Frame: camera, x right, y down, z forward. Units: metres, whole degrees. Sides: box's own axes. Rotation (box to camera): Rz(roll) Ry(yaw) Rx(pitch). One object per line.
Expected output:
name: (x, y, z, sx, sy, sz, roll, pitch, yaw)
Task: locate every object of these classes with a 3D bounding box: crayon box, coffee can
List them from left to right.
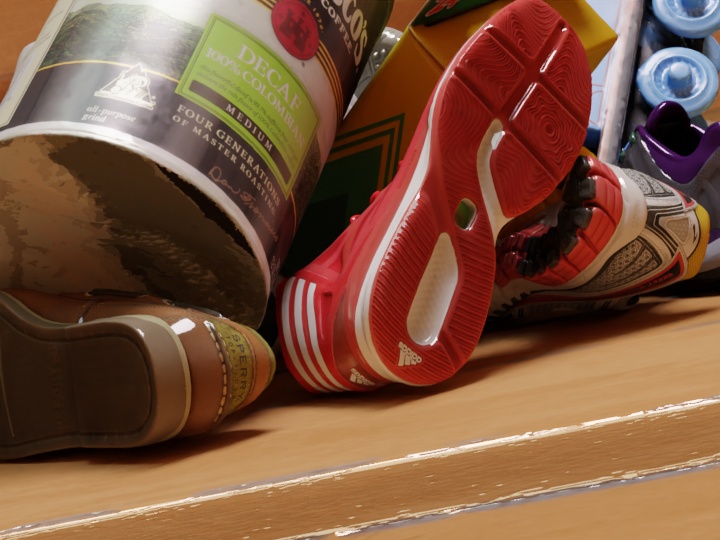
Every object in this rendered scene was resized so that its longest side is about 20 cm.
coffee can: (-0.080, -0.078, 1.061, 0.146, 0.147, 0.201, -8, 43, 32)
crayon box: (0.044, -0.072, 1.146, 0.127, 0.051, 0.200, -26, -21, -45)

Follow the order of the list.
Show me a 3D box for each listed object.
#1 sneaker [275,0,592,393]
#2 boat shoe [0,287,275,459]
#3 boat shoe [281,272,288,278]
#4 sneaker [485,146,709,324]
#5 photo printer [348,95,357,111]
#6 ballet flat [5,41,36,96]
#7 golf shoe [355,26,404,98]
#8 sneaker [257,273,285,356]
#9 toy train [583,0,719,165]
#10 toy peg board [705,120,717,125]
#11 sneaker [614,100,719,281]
sneaker: (0.020, -0.032, 1.023, 0.115, 0.078, 0.200, -16, 35, 50)
boat shoe: (-0.114, 0.044, 0.993, 0.068, 0.072, 0.199, -9, 11, -39)
boat shoe: (0.000, 0.000, 1.255, 0.065, 0.074, 0.200, -3, 19, 39)
sneaker: (0.099, -0.006, 1.110, 0.082, 0.078, 0.200, 15, -7, -16)
photo printer: (-0.070, -0.052, 1.436, 0.199, 0.167, 0.070, -6, 39, 43)
ballet flat: (-0.167, -0.131, 1.447, 0.069, 0.070, 0.200, -14, -7, -34)
golf shoe: (0.014, -0.089, 1.471, 0.097, 0.078, 0.201, -46, -19, -37)
sneaker: (-0.141, 0.031, 1.153, 0.199, 0.071, 0.108, -6, 5, 24)
toy train: (0.145, -0.097, 1.326, 0.113, 0.201, 0.087, 9, -28, 8)
toy peg board: (0.142, -0.056, 1.474, 0.198, 0.099, 0.200, 10, 7, 4)
sneaker: (0.145, -0.039, 1.169, 0.074, 0.088, 0.200, -6, 2, -33)
